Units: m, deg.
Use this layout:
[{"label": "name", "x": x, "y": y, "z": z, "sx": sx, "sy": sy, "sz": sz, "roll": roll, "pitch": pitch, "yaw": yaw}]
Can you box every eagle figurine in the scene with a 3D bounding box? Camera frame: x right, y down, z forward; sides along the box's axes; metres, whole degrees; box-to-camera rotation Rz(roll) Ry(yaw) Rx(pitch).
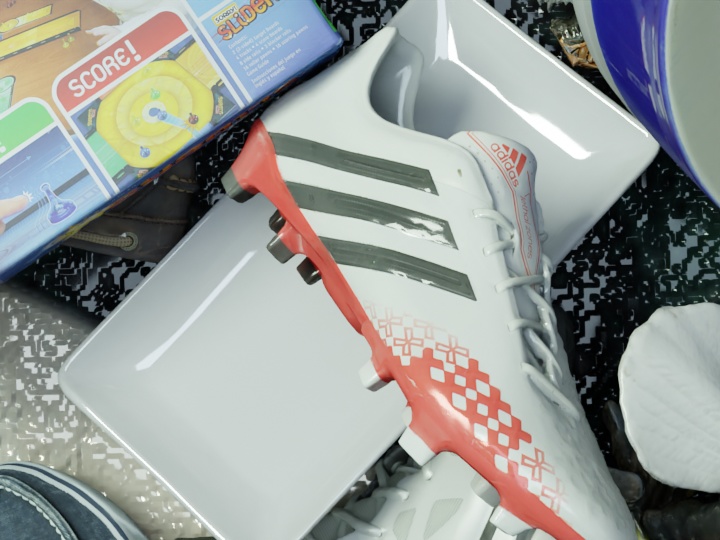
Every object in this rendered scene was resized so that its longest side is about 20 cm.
[{"label": "eagle figurine", "x": 0.172, "y": 0.092, "z": 0.763, "sx": 0.199, "sy": 0.151, "sz": 0.153, "roll": 9, "pitch": 98, "yaw": 26}]

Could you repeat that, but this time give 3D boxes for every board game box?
[{"label": "board game box", "x": -0.124, "y": -0.072, "z": 0.766, "sx": 0.199, "sy": 0.034, "sz": 0.136, "roll": -34, "pitch": 90, "yaw": -6}]

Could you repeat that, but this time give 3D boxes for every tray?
[{"label": "tray", "x": 0.000, "y": 0.000, "z": 0.805, "sx": 0.107, "sy": 0.022, "sz": 0.200, "roll": 40, "pitch": 81, "yaw": 20}]

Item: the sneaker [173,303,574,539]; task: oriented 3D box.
[{"label": "sneaker", "x": -0.004, "y": 0.092, "z": 0.806, "sx": 0.115, "sy": 0.076, "sz": 0.202, "roll": 21, "pitch": 95, "yaw": 1}]

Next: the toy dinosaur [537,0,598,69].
[{"label": "toy dinosaur", "x": 0.139, "y": -0.153, "z": 0.798, "sx": 0.200, "sy": 0.102, "sz": 0.136, "roll": -41, "pitch": 111, "yaw": -11}]

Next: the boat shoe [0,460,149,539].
[{"label": "boat shoe", "x": -0.101, "y": 0.125, "z": 0.760, "sx": 0.071, "sy": 0.091, "sz": 0.200, "roll": -47, "pitch": 51, "yaw": 8}]

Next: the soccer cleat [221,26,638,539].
[{"label": "soccer cleat", "x": 0.034, "y": 0.005, "z": 0.741, "sx": 0.085, "sy": 0.069, "sz": 0.200, "roll": -43, "pitch": 57, "yaw": 8}]

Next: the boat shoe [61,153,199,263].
[{"label": "boat shoe", "x": -0.153, "y": -0.029, "z": 0.815, "sx": 0.198, "sy": 0.074, "sz": 0.074, "roll": 0, "pitch": 91, "yaw": 5}]

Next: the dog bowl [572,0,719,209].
[{"label": "dog bowl", "x": 0.170, "y": -0.104, "z": 0.740, "sx": 0.199, "sy": 0.079, "sz": 0.201, "roll": -9, "pitch": 123, "yaw": -14}]
